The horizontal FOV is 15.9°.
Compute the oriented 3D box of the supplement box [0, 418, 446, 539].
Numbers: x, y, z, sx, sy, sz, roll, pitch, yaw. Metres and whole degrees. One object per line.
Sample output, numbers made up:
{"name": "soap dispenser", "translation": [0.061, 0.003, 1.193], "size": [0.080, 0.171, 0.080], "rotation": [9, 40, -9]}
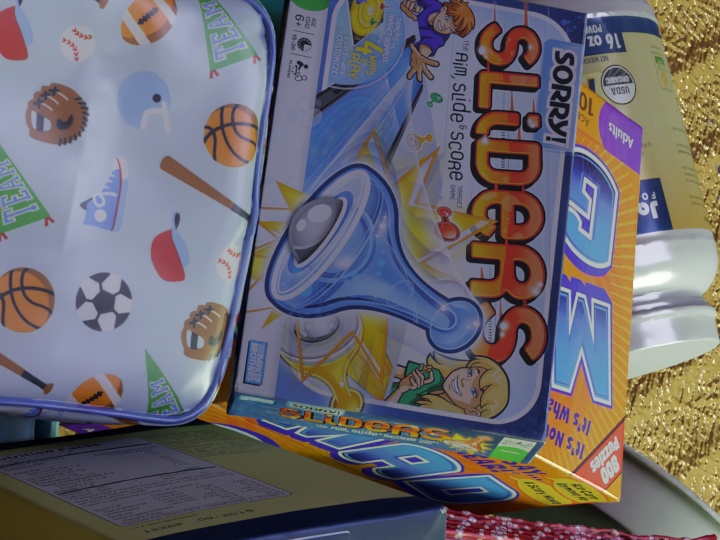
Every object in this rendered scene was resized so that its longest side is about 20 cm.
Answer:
{"name": "supplement box", "translation": [-0.075, 0.179, 1.041], "size": [0.133, 0.199, 0.202], "rotation": [-5, 101, -33]}

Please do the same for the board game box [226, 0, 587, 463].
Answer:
{"name": "board game box", "translation": [0.022, -0.027, 1.115], "size": [0.134, 0.034, 0.202], "rotation": [9, 70, -7]}

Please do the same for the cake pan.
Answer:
{"name": "cake pan", "translation": [0.145, 0.151, 1.452], "size": [0.037, 0.200, 0.201], "rotation": [-51, 125, -17]}

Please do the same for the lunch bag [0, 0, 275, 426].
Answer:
{"name": "lunch bag", "translation": [-0.122, -0.039, 1.057], "size": [0.159, 0.075, 0.202], "rotation": [8, 89, -22]}

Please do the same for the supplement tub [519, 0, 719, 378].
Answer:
{"name": "supplement tub", "translation": [0.116, -0.041, 1.429], "size": [0.144, 0.144, 0.202], "rotation": [0, 73, -53]}

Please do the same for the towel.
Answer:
{"name": "towel", "translation": [0.067, 0.141, 1.318], "size": [0.199, 0.144, 0.023], "rotation": [10, 75, -26]}

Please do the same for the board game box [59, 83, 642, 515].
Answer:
{"name": "board game box", "translation": [0.000, 0.000, 1.270], "size": [0.199, 0.199, 0.202], "rotation": [29, 59, -47]}

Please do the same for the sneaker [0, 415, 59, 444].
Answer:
{"name": "sneaker", "translation": [-0.137, 0.010, 1.127], "size": [0.074, 0.081, 0.202], "rotation": [-47, 151, -77]}

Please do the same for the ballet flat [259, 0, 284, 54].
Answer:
{"name": "ballet flat", "translation": [-0.108, -0.096, 1.185], "size": [0.198, 0.069, 0.070], "rotation": [0, 80, -11]}
